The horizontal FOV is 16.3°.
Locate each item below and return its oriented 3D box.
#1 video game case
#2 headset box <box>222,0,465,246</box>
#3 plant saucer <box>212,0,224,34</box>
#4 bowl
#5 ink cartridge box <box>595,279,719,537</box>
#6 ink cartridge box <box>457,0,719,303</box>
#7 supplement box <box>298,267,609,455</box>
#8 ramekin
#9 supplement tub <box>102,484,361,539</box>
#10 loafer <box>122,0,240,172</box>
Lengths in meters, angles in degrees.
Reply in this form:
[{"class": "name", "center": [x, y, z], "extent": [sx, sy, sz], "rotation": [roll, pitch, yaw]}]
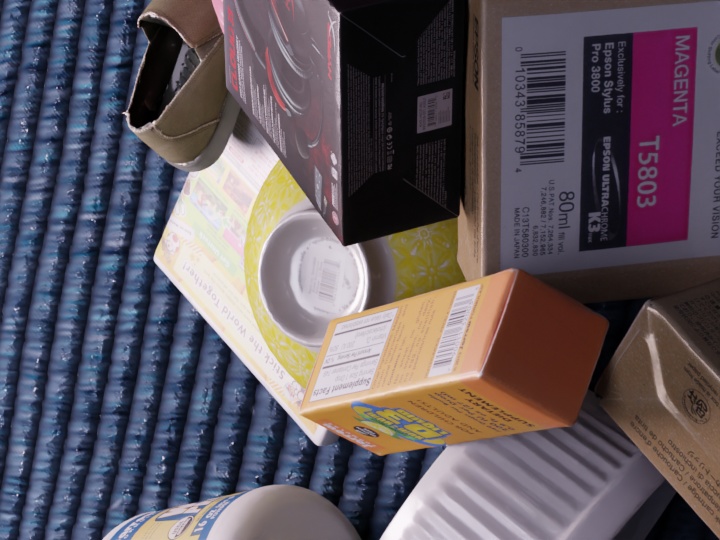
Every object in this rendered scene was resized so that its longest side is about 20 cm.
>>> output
[{"class": "video game case", "center": [-0.048, -0.015, 1.679], "extent": [0.200, 0.023, 0.183], "rotation": [46, 128, 28]}, {"class": "headset box", "center": [-0.017, -0.133, 1.385], "extent": [0.200, 0.075, 0.149], "rotation": [-126, 28, -47]}, {"class": "plant saucer", "center": [-0.029, -0.220, 1.537], "extent": [0.200, 0.051, 0.202], "rotation": [-23, 55, 39]}, {"class": "bowl", "center": [0.000, 0.000, 1.487], "extent": [0.199, 0.107, 0.202], "rotation": [5, 99, 32]}, {"class": "ink cartridge box", "center": [0.246, 0.090, 1.283], "extent": [0.200, 0.164, 0.075], "rotation": [50, 133, 27]}, {"class": "ink cartridge box", "center": [0.135, -0.086, 1.340], "extent": [0.075, 0.163, 0.201], "rotation": [-109, 15, -62]}, {"class": "supplement box", "center": [0.046, 0.053, 1.342], "extent": [0.200, 0.066, 0.069], "rotation": [-15, 51, 61]}, {"class": "ramekin", "center": [0.089, 0.152, 1.430], "extent": [0.105, 0.200, 0.201], "rotation": [38, 125, 13]}, {"class": "supplement tub", "center": [-0.101, 0.229, 1.694], "extent": [0.199, 0.144, 0.146], "rotation": [-17, 86, 46]}, {"class": "loafer", "center": [-0.102, -0.166, 1.646], "extent": [0.075, 0.069, 0.201], "rotation": [17, 93, 42]}]
